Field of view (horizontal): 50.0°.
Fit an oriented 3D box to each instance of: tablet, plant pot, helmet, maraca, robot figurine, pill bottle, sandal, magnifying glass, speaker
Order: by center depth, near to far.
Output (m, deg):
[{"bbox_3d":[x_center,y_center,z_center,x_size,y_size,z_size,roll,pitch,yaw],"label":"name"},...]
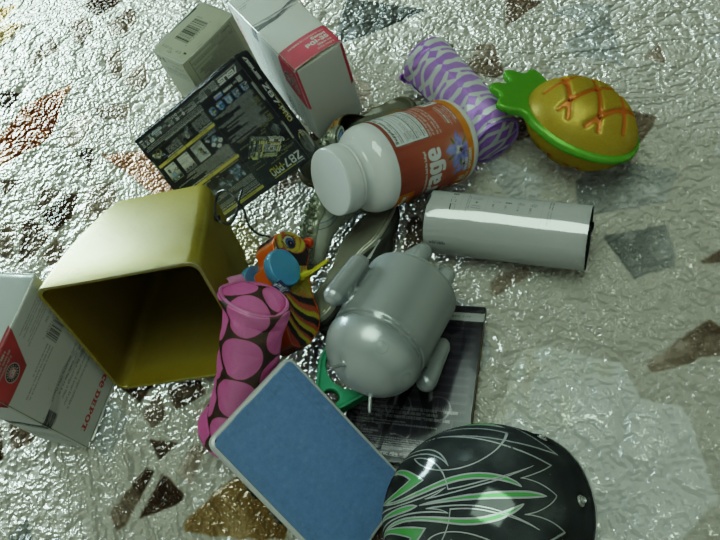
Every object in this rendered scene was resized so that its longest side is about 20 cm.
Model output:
[{"bbox_3d":[0.119,0.237,0.726,0.199,0.191,0.201,-7,60,12],"label":"helmet"},{"bbox_3d":[-0.050,0.205,0.811,0.200,0.014,0.130,47,59,-6],"label":"tablet"},{"bbox_3d":[0.034,0.060,0.865,0.170,0.113,0.200,43,53,-11],"label":"robot figurine"},{"bbox_3d":[-0.037,0.149,0.867,0.079,0.022,0.200,28,55,13],"label":"magnifying glass"},{"bbox_3d":[0.180,-0.050,0.940,0.199,0.081,0.082,7,63,19],"label":"speaker"},{"bbox_3d":[-0.239,0.008,0.965,0.199,0.200,0.177,-9,46,13],"label":"plant pot"},{"bbox_3d":[0.043,-0.139,0.970,0.199,0.112,0.112,-23,54,-29],"label":"pill bottle"},{"bbox_3d":[0.259,-0.197,0.978,0.200,0.107,0.137,32,45,14],"label":"maraca"},{"bbox_3d":[-0.006,-0.191,1.088,0.199,0.055,0.082,-31,58,-3],"label":"sandal"}]

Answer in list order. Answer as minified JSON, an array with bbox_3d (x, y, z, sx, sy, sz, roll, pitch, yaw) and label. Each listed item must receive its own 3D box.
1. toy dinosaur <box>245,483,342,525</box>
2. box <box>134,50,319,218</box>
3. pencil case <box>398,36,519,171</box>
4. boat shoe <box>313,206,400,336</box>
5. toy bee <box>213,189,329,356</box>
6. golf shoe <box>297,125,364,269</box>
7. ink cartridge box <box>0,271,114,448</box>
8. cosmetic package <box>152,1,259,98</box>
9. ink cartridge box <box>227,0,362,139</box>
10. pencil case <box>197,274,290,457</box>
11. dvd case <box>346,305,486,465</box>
[{"bbox_3d":[-0.057,0.232,0.848,0.102,0.077,0.200,-47,57,-5],"label":"toy dinosaur"},{"bbox_3d":[-0.179,-0.167,1.025,0.200,0.161,0.049,-31,13,27],"label":"box"},{"bbox_3d":[0.132,-0.235,1.057,0.085,0.084,0.200,-38,58,6],"label":"pencil case"},{"bbox_3d":[0.000,0.000,0.985,0.067,0.057,0.200,3,53,49],"label":"boat shoe"},{"bbox_3d":[-0.086,-0.004,0.927,0.130,0.108,0.201,-2,97,40],"label":"toy bee"},{"bbox_3d":[-0.024,-0.087,1.023,0.097,0.078,0.201,17,84,-17],"label":"golf shoe"},{"bbox_3d":[-0.391,0.112,0.936,0.082,0.200,0.147,3,61,21],"label":"ink cartridge box"},{"bbox_3d":[-0.195,-0.264,1.096,0.071,0.200,0.105,31,71,31],"label":"cosmetic package"},{"bbox_3d":[-0.095,-0.313,1.128,0.083,0.147,0.200,-35,58,-7],"label":"ink cartridge box"},{"bbox_3d":[-0.133,0.109,0.862,0.090,0.201,0.094,-8,31,-44],"label":"pencil case"},{"bbox_3d":[0.064,0.131,0.907,0.148,0.016,0.201,2,62,18],"label":"dvd case"}]
